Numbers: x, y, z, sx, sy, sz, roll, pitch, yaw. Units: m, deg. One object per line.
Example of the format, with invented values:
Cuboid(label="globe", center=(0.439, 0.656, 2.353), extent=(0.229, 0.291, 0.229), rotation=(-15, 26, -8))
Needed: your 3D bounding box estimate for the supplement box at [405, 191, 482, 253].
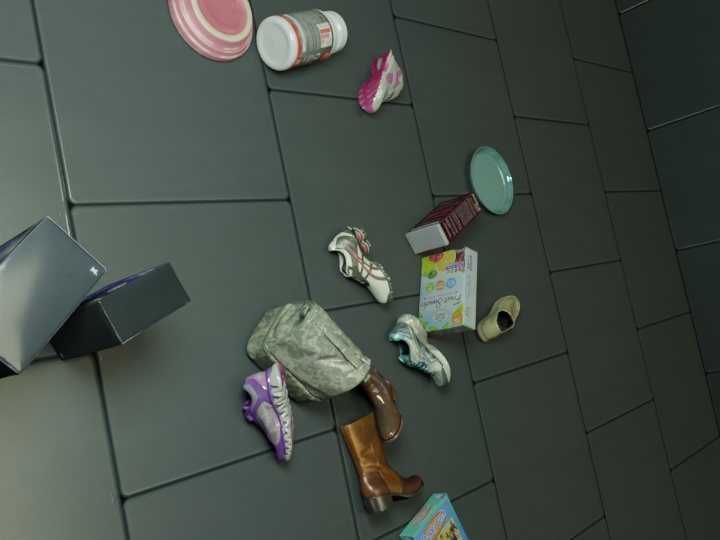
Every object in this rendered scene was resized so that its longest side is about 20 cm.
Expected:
Cuboid(label="supplement box", center=(0.214, -0.122, 1.938), extent=(0.200, 0.109, 0.061), rotation=(-42, 109, -43))

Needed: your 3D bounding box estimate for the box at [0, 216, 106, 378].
Cuboid(label="box", center=(-0.506, 0.048, 1.094), extent=(0.123, 0.198, 0.200), rotation=(49, 48, -24))

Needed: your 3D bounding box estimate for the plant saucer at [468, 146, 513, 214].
Cuboid(label="plant saucer", center=(0.371, -0.256, 2.197), extent=(0.200, 0.027, 0.200), rotation=(16, 67, -42))

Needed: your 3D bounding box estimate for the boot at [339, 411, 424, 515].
Cuboid(label="boot", center=(0.047, 0.409, 1.668), extent=(0.188, 0.068, 0.200), rotation=(-8, 74, -43))

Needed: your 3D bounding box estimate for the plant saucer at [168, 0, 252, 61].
Cuboid(label="plant saucer", center=(-0.299, -0.537, 1.581), extent=(0.200, 0.051, 0.201), rotation=(15, 68, -41))

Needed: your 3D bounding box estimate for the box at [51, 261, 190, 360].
Cuboid(label="box", center=(-0.388, 0.066, 1.205), extent=(0.141, 0.200, 0.079), rotation=(-40, 108, -45))

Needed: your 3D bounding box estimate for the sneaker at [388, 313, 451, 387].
Cuboid(label="sneaker", center=(0.133, 0.204, 1.801), extent=(0.086, 0.078, 0.200), rotation=(-42, 102, -31))

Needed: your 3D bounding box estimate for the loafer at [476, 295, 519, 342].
Cuboid(label="loafer", center=(0.389, 0.130, 2.071), extent=(0.200, 0.068, 0.076), rotation=(-40, 107, -44))

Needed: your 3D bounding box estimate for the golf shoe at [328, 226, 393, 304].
Cuboid(label="golf shoe", center=(0.000, 0.000, 1.727), extent=(0.088, 0.077, 0.200), rotation=(-36, 103, -24))

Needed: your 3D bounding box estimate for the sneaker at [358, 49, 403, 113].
Cuboid(label="sneaker", center=(0.062, -0.458, 1.902), extent=(0.088, 0.081, 0.200), rotation=(41, 53, -28))

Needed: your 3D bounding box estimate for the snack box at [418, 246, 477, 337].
Cuboid(label="snack box", center=(0.213, 0.054, 1.861), extent=(0.053, 0.142, 0.200), rotation=(23, 63, -39))

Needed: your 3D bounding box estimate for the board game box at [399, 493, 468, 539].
Cuboid(label="board game box", center=(0.183, 0.635, 1.732), extent=(0.152, 0.045, 0.200), rotation=(-35, 104, -45))

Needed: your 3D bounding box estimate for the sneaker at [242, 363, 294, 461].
Cuboid(label="sneaker", center=(-0.177, 0.274, 1.458), extent=(0.081, 0.088, 0.200), rotation=(-103, -176, -71))

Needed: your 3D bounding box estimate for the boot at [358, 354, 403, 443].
Cuboid(label="boot", center=(0.008, 0.248, 1.622), extent=(0.200, 0.064, 0.186), rotation=(51, 14, -26))

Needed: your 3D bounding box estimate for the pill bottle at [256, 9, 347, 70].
Cuboid(label="pill bottle", center=(-0.126, -0.519, 1.703), extent=(0.200, 0.116, 0.116), rotation=(-31, 101, -45))

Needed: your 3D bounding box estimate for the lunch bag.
Cuboid(label="lunch bag", center=(-0.093, 0.158, 1.502), extent=(0.200, 0.168, 0.139), rotation=(50, 49, -24))
